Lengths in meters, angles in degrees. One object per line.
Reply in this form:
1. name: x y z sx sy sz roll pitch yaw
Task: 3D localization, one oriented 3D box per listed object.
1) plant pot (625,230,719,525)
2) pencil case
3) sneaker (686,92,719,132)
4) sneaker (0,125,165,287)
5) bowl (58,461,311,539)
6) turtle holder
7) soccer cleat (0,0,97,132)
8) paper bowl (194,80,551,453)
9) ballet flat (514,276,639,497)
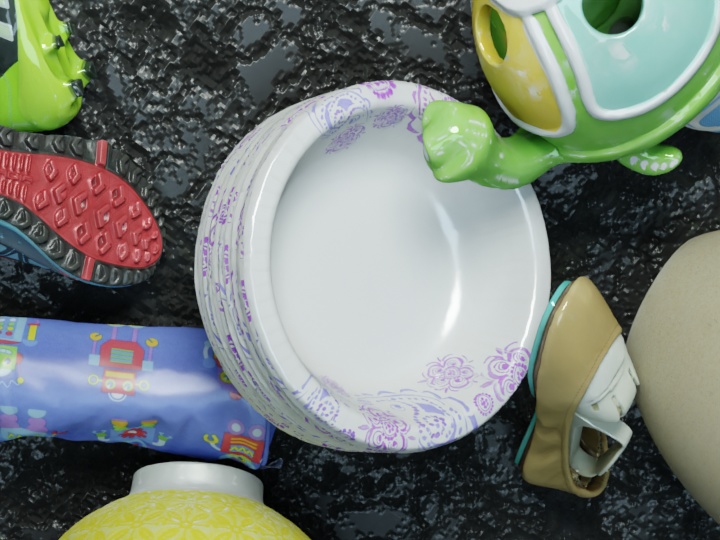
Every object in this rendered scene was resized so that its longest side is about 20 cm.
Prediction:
1. plant pot: 0.232 0.050 1.031 0.134 0.200 0.201 30 105 25
2. pencil case: -0.142 0.071 1.057 0.198 0.087 0.079 5 63 -5
3. sneaker: 0.230 -0.172 1.020 0.072 0.072 0.201 25 99 -42
4. sneaker: -0.205 -0.046 1.025 0.199 0.095 0.080 23 75 -32
5. bowl: -0.099 0.176 1.058 0.199 0.200 0.108 5 67 -5
6. turtle holder: 0.112 -0.132 0.956 0.185 0.142 0.132 -26 145 24
7. soccer cleat: -0.215 -0.168 0.991 0.081 0.068 0.201 -14 107 14
8. paper bowl: 0.000 0.000 1.004 0.199 0.104 0.202 2 86 -32
9. ballet flat: 0.131 0.071 1.029 0.063 0.200 0.069 27 64 16
